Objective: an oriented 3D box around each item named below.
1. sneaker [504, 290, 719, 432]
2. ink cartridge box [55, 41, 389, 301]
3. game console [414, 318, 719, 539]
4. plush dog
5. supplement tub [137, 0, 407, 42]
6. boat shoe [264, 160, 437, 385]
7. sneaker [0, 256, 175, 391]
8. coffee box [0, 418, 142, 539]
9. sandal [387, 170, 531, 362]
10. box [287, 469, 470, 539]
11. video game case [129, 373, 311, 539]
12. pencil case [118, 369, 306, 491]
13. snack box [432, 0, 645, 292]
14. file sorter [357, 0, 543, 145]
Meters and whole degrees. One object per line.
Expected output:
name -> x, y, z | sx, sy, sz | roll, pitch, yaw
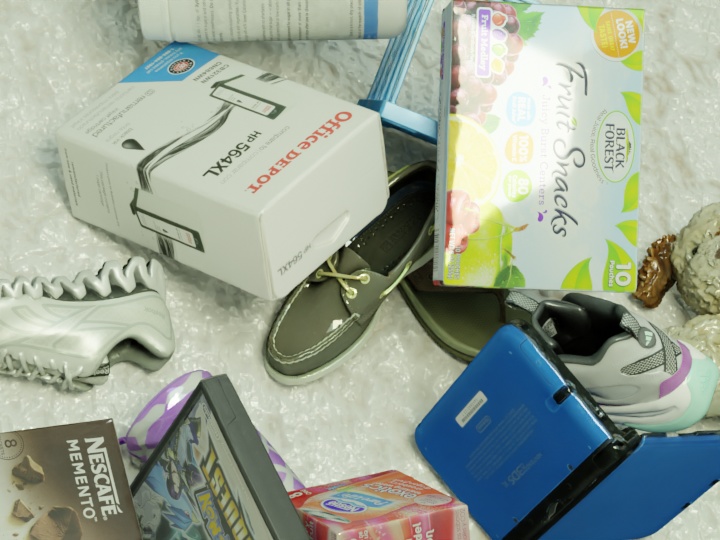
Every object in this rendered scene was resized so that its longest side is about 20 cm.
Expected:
sneaker -> 0.144, 0.062, 1.449 | 0.140, 0.199, 0.078 | 38, 55, -25
ink cartridge box -> -0.099, -0.077, 1.484 | 0.199, 0.085, 0.146 | 21, 46, 31
game console -> 0.156, 0.117, 1.431 | 0.118, 0.200, 0.171 | -33, 78, -33
plush dog -> 0.310, 0.021, 1.595 | 0.160, 0.199, 0.173 | 33, 36, -57
supplement tub -> -0.065, -0.237, 1.523 | 0.198, 0.132, 0.133 | -1, 58, -2
boat shoe -> -0.002, -0.002, 1.508 | 0.072, 0.060, 0.202 | 34, 69, 23
sneaker -> -0.220, 0.047, 1.420 | 0.199, 0.075, 0.082 | -12, 72, -26
coffee box -> -0.198, 0.206, 1.316 | 0.112, 0.080, 0.201 | -5, 61, -22
sandal -> 0.065, -0.004, 1.565 | 0.201, 0.057, 0.080 | 46, 55, 11
box -> 0.011, 0.240, 1.299 | 0.094, 0.102, 0.202 | -9, 103, -25
video game case -> -0.084, 0.197, 1.301 | 0.025, 0.181, 0.201 | -13, 64, -35
pencil case -> -0.082, 0.160, 1.392 | 0.085, 0.084, 0.200 | -42, 75, 0
snack box -> 0.127, -0.086, 1.440 | 0.141, 0.053, 0.202 | 2, 89, -8
file sorter -> 0.088, -0.150, 1.561 | 0.138, 0.200, 0.123 | 21, 93, -7
